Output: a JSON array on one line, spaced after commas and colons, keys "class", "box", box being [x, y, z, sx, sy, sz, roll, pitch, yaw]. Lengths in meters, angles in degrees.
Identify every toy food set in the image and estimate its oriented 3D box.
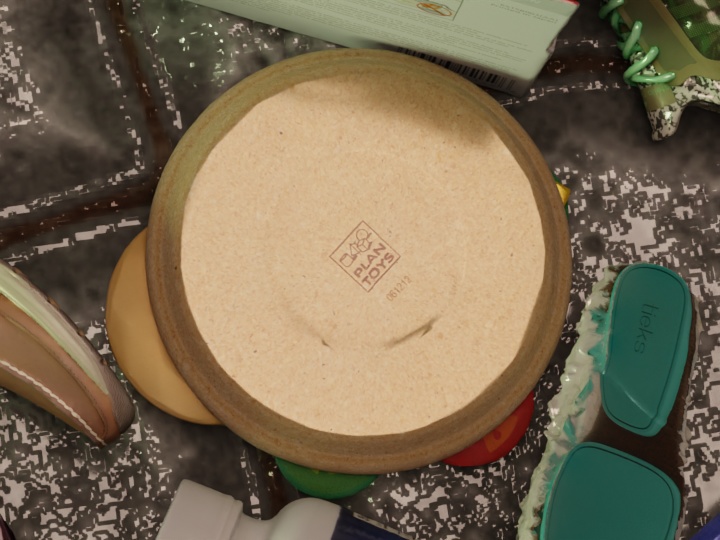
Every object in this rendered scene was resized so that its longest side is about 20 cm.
[{"class": "toy food set", "box": [0.000, 0.000, 1.228, 0.197, 0.049, 0.201, 27, 77, 0]}]

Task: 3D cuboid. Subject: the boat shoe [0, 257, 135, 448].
[{"class": "boat shoe", "box": [-0.186, 0.019, 1.198, 0.200, 0.076, 0.072, 37, 81, 12]}]

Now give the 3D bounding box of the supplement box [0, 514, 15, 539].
[{"class": "supplement box", "box": [-0.166, 0.215, 1.150, 0.110, 0.086, 0.201, -20, 81, -9]}]

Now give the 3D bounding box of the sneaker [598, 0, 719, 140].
[{"class": "sneaker", "box": [0.143, -0.106, 1.255, 0.199, 0.077, 0.089, 27, 90, 4]}]

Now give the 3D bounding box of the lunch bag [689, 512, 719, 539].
[{"class": "lunch bag", "box": [0.237, 0.168, 1.182, 0.170, 0.124, 0.200, -35, 92, -10]}]

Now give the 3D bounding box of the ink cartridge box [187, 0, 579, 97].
[{"class": "ink cartridge box", "box": [-0.007, -0.138, 1.189, 0.199, 0.174, 0.044, 16, 79, -3]}]

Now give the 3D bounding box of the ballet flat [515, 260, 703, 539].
[{"class": "ballet flat", "box": [0.107, 0.086, 1.187, 0.071, 0.072, 0.201, 21, 52, -1]}]

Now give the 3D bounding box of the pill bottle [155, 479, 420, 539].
[{"class": "pill bottle", "box": [0.001, 0.164, 1.163, 0.199, 0.111, 0.111, 23, 78, -1]}]
